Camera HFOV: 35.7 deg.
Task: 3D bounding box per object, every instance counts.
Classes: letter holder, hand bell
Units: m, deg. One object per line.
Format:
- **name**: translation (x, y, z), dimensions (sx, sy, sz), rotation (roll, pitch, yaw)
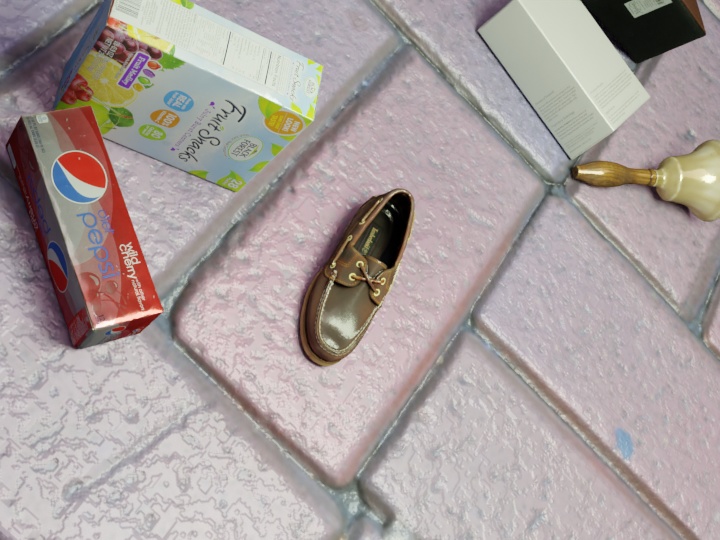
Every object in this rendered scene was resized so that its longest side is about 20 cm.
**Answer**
- **letter holder**: translation (0.354, -0.386, 1.444), dimensions (0.199, 0.100, 0.144), rotation (26, 52, -51)
- **hand bell**: translation (0.356, -0.116, 1.398), dimensions (0.198, 0.104, 0.105), rotation (1, 69, -20)

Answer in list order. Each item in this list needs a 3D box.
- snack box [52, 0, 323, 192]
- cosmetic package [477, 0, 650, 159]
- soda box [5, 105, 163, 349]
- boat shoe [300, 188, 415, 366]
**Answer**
- **snack box**: translation (-0.160, -0.164, 1.022), dimensions (0.198, 0.168, 0.068), rotation (20, 61, -23)
- **cosmetic package**: translation (0.252, -0.255, 1.377), dimensions (0.107, 0.085, 0.201), rotation (-37, 91, -38)
- **soda box**: translation (-0.243, -0.038, 0.981), dimensions (0.069, 0.063, 0.202), rotation (-14, 79, -35)
- **boat shoe**: translation (0.000, 0.000, 1.117), dimensions (0.070, 0.070, 0.201), rotation (32, 57, -18)
